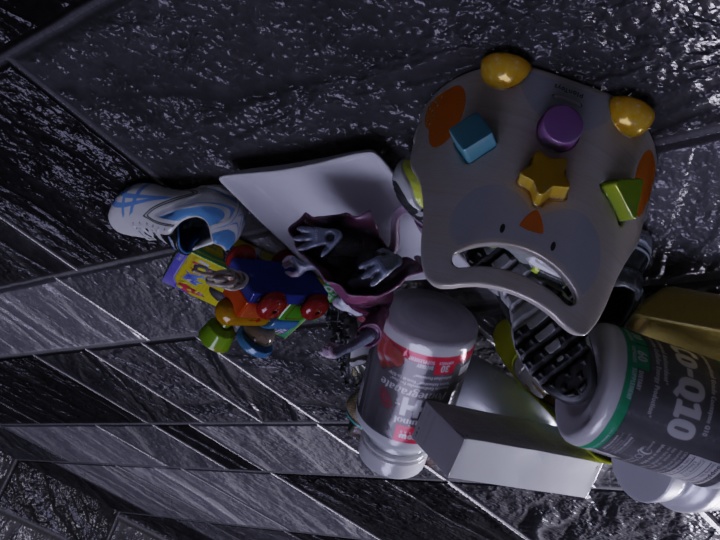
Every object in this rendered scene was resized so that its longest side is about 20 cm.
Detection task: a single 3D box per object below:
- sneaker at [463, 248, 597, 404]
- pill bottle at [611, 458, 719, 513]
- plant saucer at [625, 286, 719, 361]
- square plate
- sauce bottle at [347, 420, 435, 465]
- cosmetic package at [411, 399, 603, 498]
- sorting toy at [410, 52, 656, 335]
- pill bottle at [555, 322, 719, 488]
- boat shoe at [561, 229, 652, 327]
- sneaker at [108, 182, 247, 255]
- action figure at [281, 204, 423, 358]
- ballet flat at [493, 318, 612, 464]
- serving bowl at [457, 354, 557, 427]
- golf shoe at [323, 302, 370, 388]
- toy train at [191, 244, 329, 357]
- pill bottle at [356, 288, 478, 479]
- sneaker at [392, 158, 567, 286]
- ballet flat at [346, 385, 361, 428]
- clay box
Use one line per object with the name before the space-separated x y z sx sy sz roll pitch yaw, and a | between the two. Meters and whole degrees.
sneaker | 0.168 0.041 0.856 0.066 0.201 0.090 -39 140 16
pill bottle | 0.362 0.192 0.971 0.198 0.113 0.112 4 162 -30
plant saucer | 0.347 0.073 0.885 0.198 0.049 0.200 11 159 12
square plate | -0.011 -0.052 0.935 0.199 0.029 0.198 -4 144 38
sauce bottle | 0.080 0.252 1.389 0.199 0.065 0.065 25 152 -6
cosmetic package | 0.159 0.194 1.003 0.199 0.051 0.082 16 -169 -31
sorting toy | 0.127 -0.047 0.689 0.198 0.181 0.107 19 153 0
pill bottle | 0.287 0.129 0.839 0.198 0.114 0.113 18 153 -10
boat shoe | 0.221 0.032 0.890 0.071 0.071 0.200 15 152 8
sneaker | -0.209 -0.053 1.017 0.199 0.073 0.072 0 149 36
action figure | 0.000 0.000 0.925 0.148 0.135 0.200 -29 159 -1
ballet flat | 0.219 0.131 1.007 0.200 0.067 0.067 47 110 3
serving bowl | 0.141 0.173 1.142 0.199 0.066 0.200 32 162 12
golf shoe | 0.009 0.077 1.113 0.094 0.078 0.200 -16 162 -2
toy train | -0.134 0.040 0.984 0.199 0.085 0.116 4 132 -53
pill bottle | 0.056 0.131 1.044 0.110 0.111 0.201 16 120 6
sneaker | 0.125 -0.060 0.806 0.198 0.076 0.077 20 132 -6
ballet flat | 0.052 0.164 1.222 0.068 0.075 0.200 43 -165 23
clay box | -0.130 0.019 1.121 0.199 0.048 0.115 27 151 -12
